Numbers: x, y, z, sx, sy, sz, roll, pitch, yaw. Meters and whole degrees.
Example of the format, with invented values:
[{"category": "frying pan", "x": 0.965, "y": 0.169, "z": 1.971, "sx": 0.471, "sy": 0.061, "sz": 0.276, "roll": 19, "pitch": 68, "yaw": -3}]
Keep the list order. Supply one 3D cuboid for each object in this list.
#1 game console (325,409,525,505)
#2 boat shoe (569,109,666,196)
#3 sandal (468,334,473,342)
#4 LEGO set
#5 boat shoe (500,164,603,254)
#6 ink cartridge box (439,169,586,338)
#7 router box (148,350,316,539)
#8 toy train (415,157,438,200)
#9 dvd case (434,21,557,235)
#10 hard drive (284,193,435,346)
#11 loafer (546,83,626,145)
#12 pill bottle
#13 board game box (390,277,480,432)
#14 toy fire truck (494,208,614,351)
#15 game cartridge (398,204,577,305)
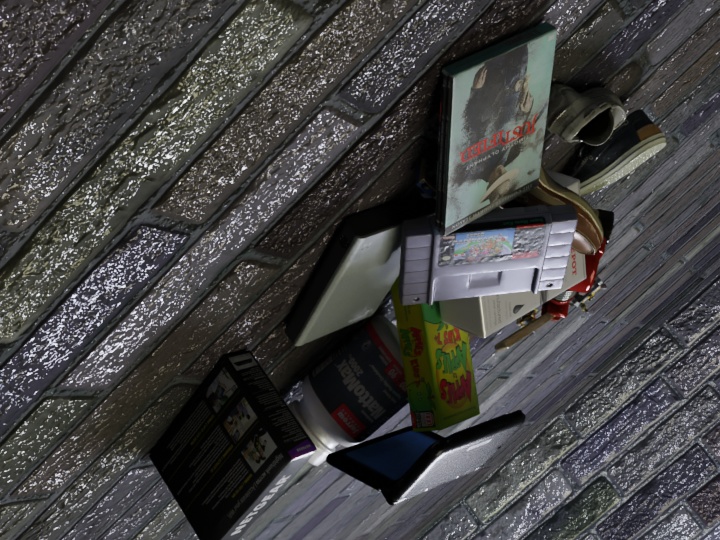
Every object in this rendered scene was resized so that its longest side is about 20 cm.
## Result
[{"category": "game console", "x": 0.086, "y": 0.217, "z": 1.463, "sx": 0.198, "sy": 0.117, "sz": 0.177, "roll": -11, "pitch": 146, "yaw": -48}, {"category": "boat shoe", "x": 0.332, "y": -0.153, "z": 1.537, "sx": 0.074, "sy": 0.063, "sz": 0.200, "roll": -18, "pitch": 167, "yaw": -35}, {"category": "sandal", "x": 0.143, "y": 0.101, "z": 1.756, "sx": 0.201, "sy": 0.058, "sz": 0.079, "roll": -47, "pitch": 159, "yaw": 22}, {"category": "LEGO set", "x": 0.327, "y": 0.043, "z": 1.862, "sx": 0.199, "sy": 0.116, "sz": 0.154, "roll": -39, "pitch": 160, "yaw": 2}, {"category": "boat shoe", "x": 0.206, "y": -0.071, "z": 1.336, "sx": 0.075, "sy": 0.199, "sz": 0.075, "roll": -2, "pitch": -123, "yaw": 57}, {"category": "ink cartridge box", "x": 0.192, "y": -0.025, "z": 1.439, "sx": 0.198, "sy": 0.084, "sz": 0.148, "roll": -27, "pitch": 120, "yaw": -33}, {"category": "router box", "x": -0.157, "y": 0.218, "z": 1.348, "sx": 0.051, "sy": 0.150, "sz": 0.201, "roll": -9, "pitch": 146, "yaw": -52}, {"category": "toy train", "x": 0.118, "y": -0.068, "z": 1.279, "sx": 0.045, "sy": 0.035, "sz": 0.200, "roll": -11, "pitch": 145, "yaw": 33}, {"category": "dvd case", "x": 0.140, "y": -0.145, "z": 1.181, "sx": 0.145, "sy": 0.022, "sz": 0.202, "roll": -27, "pitch": 139, "yaw": -27}, {"category": "hard drive", "x": 0.000, "y": 0.000, "z": 1.323, "sx": 0.138, "sy": 0.033, "sz": 0.201, "roll": -21, "pitch": 154, "yaw": -41}, {"category": "loafer", "x": 0.276, "y": -0.180, "z": 1.363, "sx": 0.199, "sy": 0.070, "sz": 0.070, "roll": -10, "pitch": 146, "yaw": -53}, {"category": "pill bottle", "x": -0.011, "y": 0.168, "z": 1.536, "sx": 0.199, "sy": 0.120, "sz": 0.119, "roll": -41, "pitch": 160, "yaw": 6}, {"category": "board game box", "x": 0.098, "y": 0.099, "z": 1.474, "sx": 0.047, "sy": 0.204, "sz": 0.101, "roll": -9, "pitch": 180, "yaw": 36}, {"category": "toy fire truck", "x": 0.273, "y": 0.020, "z": 1.610, "sx": 0.176, "sy": 0.126, "sz": 0.204, "roll": 93, "pitch": 9, "yaw": -72}, {"category": "game cartridge", "x": 0.143, "y": -0.017, "z": 1.288, "sx": 0.196, "sy": 0.039, "sz": 0.131, "roll": -6, "pitch": 145, "yaw": -5}]
